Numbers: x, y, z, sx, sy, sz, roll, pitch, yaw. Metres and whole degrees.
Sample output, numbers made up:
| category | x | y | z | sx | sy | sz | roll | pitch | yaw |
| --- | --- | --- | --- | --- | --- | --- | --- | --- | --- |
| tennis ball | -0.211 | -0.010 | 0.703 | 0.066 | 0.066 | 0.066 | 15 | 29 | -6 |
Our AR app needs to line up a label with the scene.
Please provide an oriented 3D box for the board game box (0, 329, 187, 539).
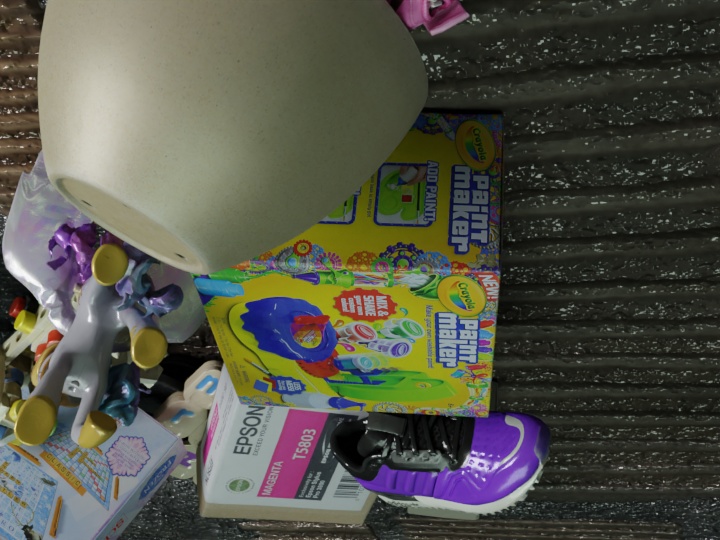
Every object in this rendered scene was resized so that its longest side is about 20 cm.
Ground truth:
| category | x | y | z | sx | sy | sz | roll | pitch | yaw |
| --- | --- | --- | --- | --- | --- | --- | --- | --- | --- |
| board game box | -0.291 | 0.176 | 0.893 | 0.199 | 0.200 | 0.041 | 32 | 155 | 18 |

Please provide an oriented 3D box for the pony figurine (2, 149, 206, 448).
| category | x | y | z | sx | sy | sz | roll | pitch | yaw |
| --- | --- | --- | --- | --- | --- | --- | --- | --- | --- |
| pony figurine | -0.177 | 0.026 | 0.691 | 0.165 | 0.195 | 0.200 | 26 | 172 | -19 |

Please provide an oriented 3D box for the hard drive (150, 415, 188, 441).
| category | x | y | z | sx | sy | sz | roll | pitch | yaw |
| --- | --- | --- | --- | --- | --- | --- | --- | --- | --- |
| hard drive | -0.250 | 0.161 | 1.042 | 0.198 | 0.038 | 0.140 | 19 | 165 | -17 |

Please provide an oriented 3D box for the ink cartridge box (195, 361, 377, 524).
| category | x | y | z | sx | sy | sz | roll | pitch | yaw |
| --- | --- | --- | --- | --- | --- | --- | --- | --- | --- |
| ink cartridge box | -0.049 | 0.138 | 0.907 | 0.163 | 0.076 | 0.201 | 6 | 132 | -17 |

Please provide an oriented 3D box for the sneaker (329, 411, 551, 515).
| category | x | y | z | sx | sy | sz | roll | pitch | yaw |
| --- | --- | --- | --- | --- | --- | --- | --- | --- | --- |
| sneaker | 0.049 | 0.137 | 0.786 | 0.099 | 0.070 | 0.199 | 38 | 144 | -28 |

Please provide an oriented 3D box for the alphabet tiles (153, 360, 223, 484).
| category | x | y | z | sx | sy | sz | roll | pitch | yaw |
| --- | --- | --- | --- | --- | --- | --- | --- | --- | --- |
| alphabet tiles | -0.092 | 0.152 | 0.972 | 0.199 | 0.015 | 0.195 | 29 | 121 | -31 |

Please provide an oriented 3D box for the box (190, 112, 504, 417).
| category | x | y | z | sx | sy | sz | roll | pitch | yaw |
| --- | --- | --- | --- | --- | --- | --- | --- | --- | --- |
| box | 0.000 | 0.000 | 0.705 | 0.190 | 0.123 | 0.201 | 2 | 147 | 7 |

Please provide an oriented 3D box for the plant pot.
| category | x | y | z | sx | sy | sz | roll | pitch | yaw |
| --- | --- | --- | --- | --- | --- | --- | --- | --- | --- |
| plant pot | -0.084 | -0.079 | 0.517 | 0.199 | 0.135 | 0.201 | 27 | 165 | 8 |

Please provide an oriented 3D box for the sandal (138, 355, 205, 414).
| category | x | y | z | sx | sy | sz | roll | pitch | yaw |
| --- | --- | --- | --- | --- | --- | --- | --- | --- | --- |
| sandal | -0.160 | 0.118 | 0.996 | 0.075 | 0.049 | 0.199 | -22 | 149 | 35 |

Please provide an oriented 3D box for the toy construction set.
| category | x | y | z | sx | sy | sz | roll | pitch | yaw |
| --- | --- | --- | --- | --- | --- | --- | --- | --- | --- |
| toy construction set | -0.251 | 0.070 | 0.839 | 0.198 | 0.132 | 0.092 | -25 | 134 | 22 |

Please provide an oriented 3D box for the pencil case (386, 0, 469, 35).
| category | x | y | z | sx | sy | sz | roll | pitch | yaw |
| --- | --- | --- | --- | --- | --- | --- | --- | --- | --- |
| pencil case | -0.016 | -0.191 | 0.436 | 0.090 | 0.094 | 0.200 | -27 | 136 | 22 |

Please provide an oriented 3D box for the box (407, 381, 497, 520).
| category | x | y | z | sx | sy | sz | roll | pitch | yaw |
| --- | --- | --- | --- | --- | --- | --- | --- | --- | --- |
| box | 0.089 | 0.181 | 1.016 | 0.081 | 0.069 | 0.201 | 5 | 148 | 3 |
